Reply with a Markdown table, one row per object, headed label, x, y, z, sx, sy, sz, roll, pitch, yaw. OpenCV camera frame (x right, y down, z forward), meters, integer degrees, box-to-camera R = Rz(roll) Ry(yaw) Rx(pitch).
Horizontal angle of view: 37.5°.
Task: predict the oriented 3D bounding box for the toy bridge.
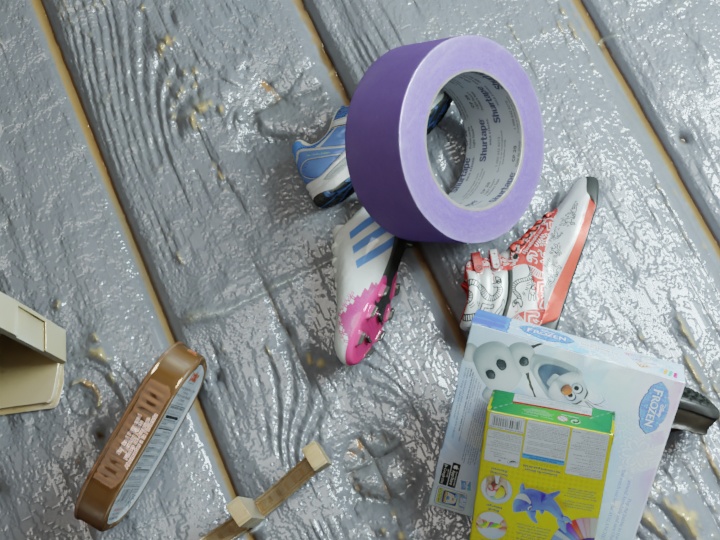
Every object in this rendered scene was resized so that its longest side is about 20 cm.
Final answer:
| label | x | y | z | sx | sy | sz | roll | pitch | yaw |
| --- | --- | --- | --- | --- | --- | --- | --- | --- | --- |
| toy bridge | -0.114 | 0.242 | 1.054 | 0.199 | 0.067 | 0.027 | -37 | 75 | -2 |

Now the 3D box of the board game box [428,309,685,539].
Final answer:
| label | x | y | z | sx | sy | sz | roll | pitch | yaw |
| --- | --- | --- | --- | --- | --- | --- | --- | --- | --- |
| board game box | 0.181 | 0.158 | 1.004 | 0.197 | 0.043 | 0.202 | 16 | 112 | 11 |

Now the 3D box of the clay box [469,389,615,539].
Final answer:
| label | x | y | z | sx | sy | sz | roll | pitch | yaw |
| --- | --- | --- | --- | --- | --- | --- | --- | --- | --- |
| clay box | 0.163 | 0.218 | 0.980 | 0.114 | 0.048 | 0.202 | 10 | 113 | 12 |

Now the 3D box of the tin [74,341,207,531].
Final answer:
| label | x | y | z | sx | sy | sz | roll | pitch | yaw |
| --- | --- | --- | --- | --- | --- | --- | --- | --- | --- |
| tin | -0.217 | 0.167 | 1.064 | 0.042 | 0.112 | 0.201 | 29 | 82 | 3 |

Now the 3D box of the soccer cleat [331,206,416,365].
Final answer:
| label | x | y | z | sx | sy | sz | roll | pitch | yaw |
| --- | --- | --- | --- | --- | --- | --- | --- | --- | --- |
| soccer cleat | 0.000 | 0.000 | 1.108 | 0.086 | 0.070 | 0.201 | 15 | 73 | 20 |

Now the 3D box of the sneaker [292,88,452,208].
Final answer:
| label | x | y | z | sx | sy | sz | roll | pitch | yaw |
| --- | --- | --- | --- | --- | --- | --- | --- | --- | --- |
| sneaker | 0.015 | -0.154 | 1.133 | 0.199 | 0.076 | 0.077 | -36 | 79 | -5 |

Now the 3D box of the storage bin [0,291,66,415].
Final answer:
| label | x | y | z | sx | sy | sz | roll | pitch | yaw |
| --- | --- | --- | --- | --- | --- | --- | --- | --- | --- |
| storage bin | -0.421 | 0.088 | 1.060 | 0.197 | 0.200 | 0.095 | -8 | 73 | 4 |

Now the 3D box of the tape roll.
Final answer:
| label | x | y | z | sx | sy | sz | roll | pitch | yaw |
| --- | --- | --- | --- | --- | --- | --- | --- | --- | --- |
| tape roll | 0.086 | -0.127 | 1.054 | 0.085 | 0.199 | 0.202 | 4 | 71 | 52 |

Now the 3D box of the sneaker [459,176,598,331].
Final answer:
| label | x | y | z | sx | sy | sz | roll | pitch | yaw |
| --- | --- | --- | --- | --- | --- | --- | --- | --- | --- |
| sneaker | 0.169 | -0.017 | 1.087 | 0.107 | 0.067 | 0.203 | 19 | 82 | 8 |

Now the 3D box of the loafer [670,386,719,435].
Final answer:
| label | x | y | z | sx | sy | sz | roll | pitch | yaw |
| --- | --- | --- | --- | --- | --- | --- | --- | --- | --- |
| loafer | 0.249 | 0.143 | 1.044 | 0.198 | 0.073 | 0.072 | 4 | 96 | 16 |
